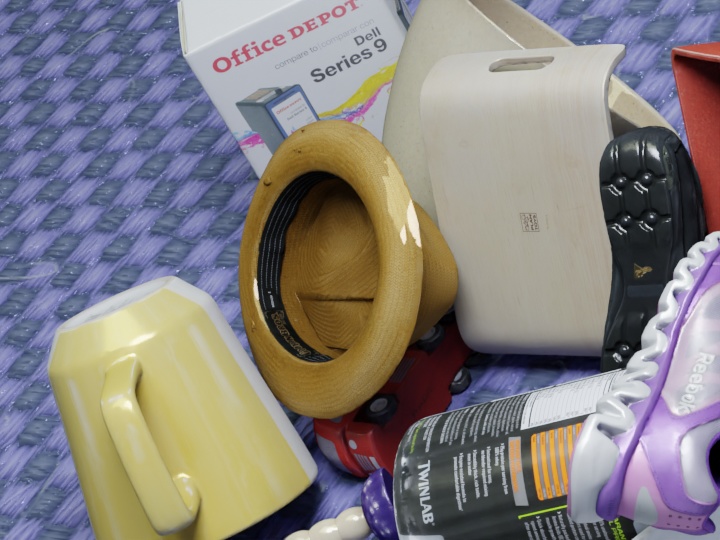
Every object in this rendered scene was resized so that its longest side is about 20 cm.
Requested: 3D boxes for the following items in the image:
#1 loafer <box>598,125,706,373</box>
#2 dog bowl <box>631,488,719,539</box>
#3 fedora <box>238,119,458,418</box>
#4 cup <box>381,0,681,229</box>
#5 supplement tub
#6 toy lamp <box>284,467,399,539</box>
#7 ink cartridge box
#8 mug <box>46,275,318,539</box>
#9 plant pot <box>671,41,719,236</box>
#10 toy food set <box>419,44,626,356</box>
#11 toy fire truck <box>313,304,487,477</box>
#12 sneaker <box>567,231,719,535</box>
[{"bbox_3d":[0.180,0.015,1.656,0.068,0.202,0.070,-1,6,31],"label":"loafer"},{"bbox_3d":[0.177,0.200,1.423,0.200,0.079,0.200,-40,15,13],"label":"dog bowl"},{"bbox_3d":[0.000,0.000,1.767,0.081,0.202,0.200,3,13,-35],"label":"fedora"},{"bbox_3d":[0.092,-0.088,1.864,0.144,0.200,0.200,-53,30,12],"label":"cup"},{"bbox_3d":[0.129,0.123,1.584,0.199,0.123,0.123,-14,36,23],"label":"supplement tub"},{"bbox_3d":[-0.065,0.183,1.723,0.199,0.058,0.058,-26,32,7],"label":"toy lamp"},{"bbox_3d":[-0.021,-0.128,1.973,0.145,0.201,0.088,-24,33,10],"label":"ink cartridge box"},{"bbox_3d":[-0.115,0.088,1.746,0.149,0.154,0.186,-27,8,-25],"label":"mug"},{"bbox_3d":[0.300,-0.044,1.583,0.175,0.201,0.200,-13,8,-5],"label":"plant pot"},{"bbox_3d":[0.121,-0.039,1.745,0.143,0.201,0.060,1,18,40],"label":"toy food set"},{"bbox_3d":[0.011,0.050,1.847,0.140,0.049,0.200,2,46,41],"label":"toy fire truck"},{"bbox_3d":[0.183,0.065,1.472,0.088,0.081,0.201,19,53,19],"label":"sneaker"}]
